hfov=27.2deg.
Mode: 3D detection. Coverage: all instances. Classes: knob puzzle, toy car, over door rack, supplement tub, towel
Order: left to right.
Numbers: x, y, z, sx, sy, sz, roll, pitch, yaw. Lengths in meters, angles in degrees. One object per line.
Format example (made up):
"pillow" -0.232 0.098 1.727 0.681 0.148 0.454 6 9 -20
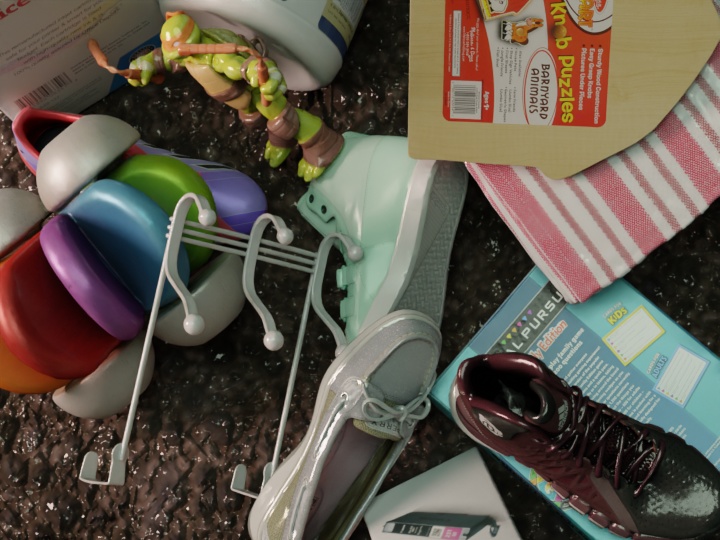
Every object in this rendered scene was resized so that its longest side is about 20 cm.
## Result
"toy car" -0.186 0.006 1.014 0.199 0.150 0.176 -37 98 10
"over door rack" -0.082 0.062 0.986 0.066 0.147 0.202 26 99 45
"supplement tub" -0.049 -0.251 1.095 0.143 0.145 0.202 19 78 13
"knob puzzle" 0.131 -0.158 0.955 0.216 0.031 0.223 3 110 8
"towel" 0.176 -0.090 0.986 0.199 0.030 0.147 -39 84 17

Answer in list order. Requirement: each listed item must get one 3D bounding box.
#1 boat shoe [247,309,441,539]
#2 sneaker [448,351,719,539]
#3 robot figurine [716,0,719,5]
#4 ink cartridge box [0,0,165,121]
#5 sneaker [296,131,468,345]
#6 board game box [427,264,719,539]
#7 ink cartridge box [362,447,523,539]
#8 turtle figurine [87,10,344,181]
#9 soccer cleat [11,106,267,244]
"boat shoe" -0.003 0.121 1.000 0.203 0.074 0.065 -55 38 9
"sneaker" 0.140 0.110 0.936 0.198 0.116 0.076 24 80 14
"robot figurine" 0.235 -0.146 1.034 0.198 0.152 0.125 27 36 14
"ink cartridge box" -0.243 -0.222 1.086 0.146 0.200 0.146 -31 73 -1
"sneaker" 0.000 0.000 1.069 0.117 0.073 0.203 19 93 38
"board game box" 0.168 0.096 1.021 0.200 0.047 0.151 41 84 16
"ink cartridge box" 0.028 0.213 0.946 0.172 0.200 0.044 -26 115 1
"turtle figurine" -0.093 -0.132 1.039 0.199 0.161 0.065 8 66 47
"soccer cleat" -0.165 -0.071 1.099 0.198 0.077 0.067 20 78 13
